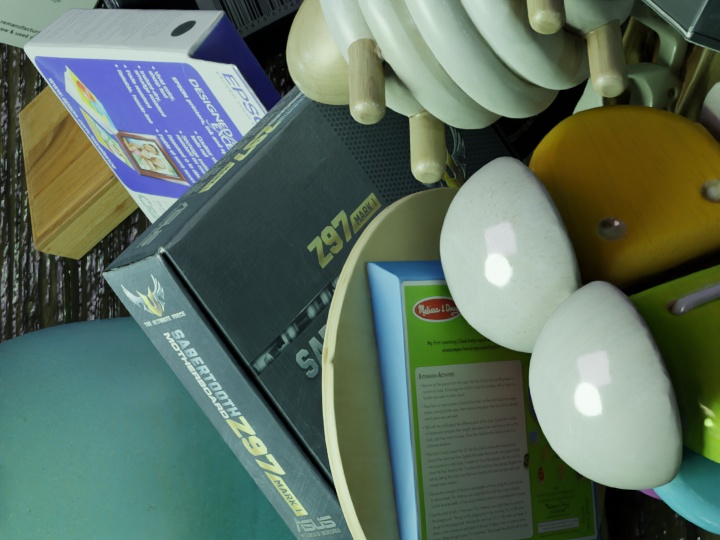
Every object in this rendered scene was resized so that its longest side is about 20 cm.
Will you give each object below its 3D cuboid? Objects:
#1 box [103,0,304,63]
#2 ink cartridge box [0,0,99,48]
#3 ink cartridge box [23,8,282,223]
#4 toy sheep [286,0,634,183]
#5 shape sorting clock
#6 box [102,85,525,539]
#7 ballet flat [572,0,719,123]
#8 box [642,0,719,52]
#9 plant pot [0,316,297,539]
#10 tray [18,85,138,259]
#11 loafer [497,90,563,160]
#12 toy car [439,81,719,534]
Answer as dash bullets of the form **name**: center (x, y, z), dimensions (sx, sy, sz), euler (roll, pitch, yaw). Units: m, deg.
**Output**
- **box**: center (-0.090, -0.208, 1.399), dimensions (0.147, 0.105, 0.200), euler (-29, 48, -5)
- **ink cartridge box**: center (-0.193, -0.259, 1.618), dimensions (0.200, 0.084, 0.145), euler (-57, 41, 24)
- **ink cartridge box**: center (-0.055, -0.045, 1.298), dimensions (0.043, 0.198, 0.200), euler (-47, 31, -21)
- **toy sheep**: center (0.054, -0.123, 1.084), dimensions (0.199, 0.138, 0.139), euler (-22, 61, 24)
- **shape sorting clock**: center (0.047, 0.064, 1.117), dimensions (0.039, 0.200, 0.201), euler (-5, 75, 38)
- **box**: center (0.000, 0.000, 1.156), dimensions (0.051, 0.158, 0.200), euler (-18, 22, 50)
- **ballet flat**: center (0.137, -0.094, 1.158), dimensions (0.069, 0.063, 0.201), euler (29, 103, 52)
- **box**: center (0.215, -0.166, 0.996), dimensions (0.044, 0.160, 0.201), euler (48, 117, 47)
- **plant pot**: center (-0.154, 0.117, 1.349), dimensions (0.200, 0.187, 0.201), euler (-2, 87, 52)
- **tray**: center (-0.134, -0.099, 1.536), dimensions (0.200, 0.037, 0.099), euler (-38, 51, 41)
- **loafer**: center (0.069, -0.148, 1.233), dimensions (0.073, 0.071, 0.201), euler (10, 86, 9)
- **toy car**: center (0.137, 0.027, 1.068), dimensions (0.200, 0.174, 0.151), euler (-124, 22, -43)
